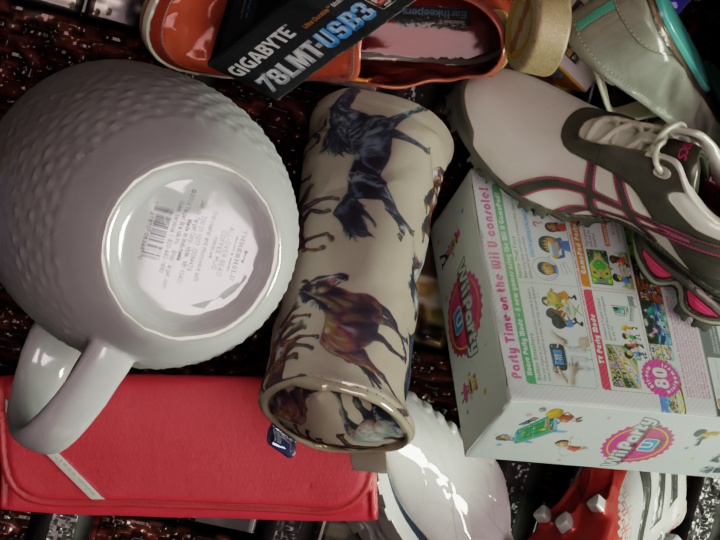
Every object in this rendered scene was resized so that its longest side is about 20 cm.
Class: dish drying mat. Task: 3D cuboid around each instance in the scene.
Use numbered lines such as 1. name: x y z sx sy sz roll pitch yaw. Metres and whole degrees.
1. dish drying mat: -0.090 0.092 1.233 0.200 0.018 0.077 1 98 5

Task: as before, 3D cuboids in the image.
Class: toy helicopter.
1. toy helicopter: 0.104 -0.197 1.178 0.079 0.132 0.200 7 90 -20

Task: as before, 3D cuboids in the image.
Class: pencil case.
1. pencil case: 0.000 0.000 1.206 0.078 0.090 0.200 3 56 10

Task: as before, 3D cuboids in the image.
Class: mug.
1. mug: -0.117 -0.001 1.164 0.148 0.175 0.200 29 89 -21

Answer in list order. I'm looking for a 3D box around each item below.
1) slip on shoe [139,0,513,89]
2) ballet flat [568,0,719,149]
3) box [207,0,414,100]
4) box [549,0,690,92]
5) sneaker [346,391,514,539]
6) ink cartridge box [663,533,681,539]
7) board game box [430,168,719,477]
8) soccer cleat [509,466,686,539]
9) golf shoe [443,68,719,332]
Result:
1. slip on shoe: -0.014 -0.127 1.224 0.200 0.061 0.074 2 114 -5
2. ballet flat: 0.172 -0.092 1.295 0.064 0.067 0.200 -28 139 18
3. box: 0.013 -0.203 1.126 0.050 0.198 0.200 25 64 -21
4. box: 0.101 -0.191 1.277 0.200 0.041 0.119 41 85 -18
5. sneaker: 0.027 0.106 1.296 0.080 0.076 0.200 -38 114 -21
6. ink cartridge box: 0.178 0.276 1.345 0.200 0.047 0.160 54 52 -17
7. board game box: 0.148 0.030 1.280 0.200 0.064 0.148 7 55 -21
8. soccer cleat: 0.140 0.139 1.311 0.085 0.069 0.200 44 57 -32
9. golf shoe: 0.140 -0.057 1.243 0.200 0.088 0.077 33 52 3
